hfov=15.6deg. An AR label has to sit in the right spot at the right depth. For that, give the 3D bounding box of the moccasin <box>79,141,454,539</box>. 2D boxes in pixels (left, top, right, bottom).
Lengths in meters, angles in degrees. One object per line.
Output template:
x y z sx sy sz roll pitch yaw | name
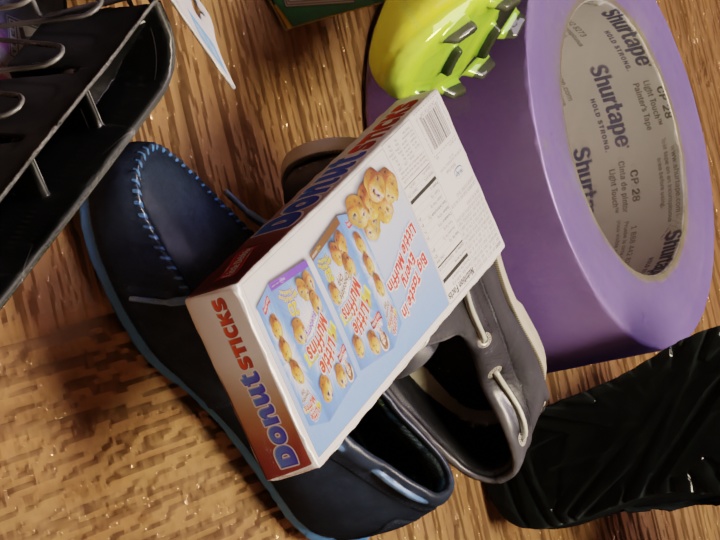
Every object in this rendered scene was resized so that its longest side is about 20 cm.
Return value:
-0.029 0.021 0.998 0.200 0.068 0.081 50 39 -35 | moccasin

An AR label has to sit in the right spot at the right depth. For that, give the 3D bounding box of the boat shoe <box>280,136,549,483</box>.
0.026 0.020 1.099 0.200 0.072 0.063 53 33 -46 | boat shoe

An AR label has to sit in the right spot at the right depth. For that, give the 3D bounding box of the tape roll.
0.088 -0.053 1.227 0.200 0.085 0.201 32 52 -52 | tape roll

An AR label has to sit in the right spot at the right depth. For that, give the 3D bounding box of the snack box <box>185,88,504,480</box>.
0.000 0.000 0.965 0.072 0.024 0.200 67 29 -14 | snack box

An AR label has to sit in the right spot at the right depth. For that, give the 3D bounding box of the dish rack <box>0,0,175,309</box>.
-0.144 -0.097 0.816 0.154 0.054 0.200 -58 138 -40 | dish rack

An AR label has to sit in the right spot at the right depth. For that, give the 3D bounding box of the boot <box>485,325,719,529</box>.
0.174 0.068 1.218 0.168 0.200 0.077 -5 77 -59 | boot

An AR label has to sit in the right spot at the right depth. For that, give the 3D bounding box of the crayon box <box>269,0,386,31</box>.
-0.029 -0.235 1.116 0.200 0.058 0.173 61 34 -31 | crayon box

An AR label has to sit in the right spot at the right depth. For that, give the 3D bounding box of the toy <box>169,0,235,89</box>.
-0.090 -0.169 0.906 0.200 0.047 0.115 53 7 -30 | toy

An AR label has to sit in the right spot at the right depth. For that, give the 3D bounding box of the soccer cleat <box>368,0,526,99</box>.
0.044 -0.140 1.112 0.084 0.065 0.200 35 48 4 | soccer cleat

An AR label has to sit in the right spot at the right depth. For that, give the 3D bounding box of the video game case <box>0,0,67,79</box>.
-0.165 -0.147 0.876 0.200 0.019 0.143 19 62 -59 | video game case
